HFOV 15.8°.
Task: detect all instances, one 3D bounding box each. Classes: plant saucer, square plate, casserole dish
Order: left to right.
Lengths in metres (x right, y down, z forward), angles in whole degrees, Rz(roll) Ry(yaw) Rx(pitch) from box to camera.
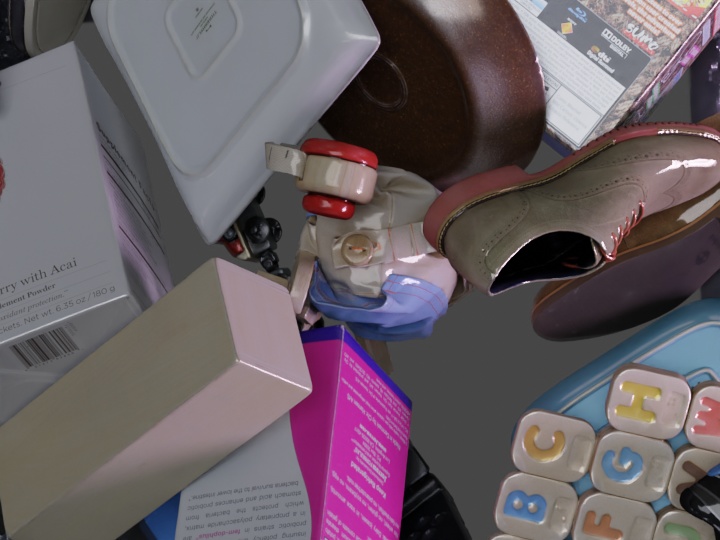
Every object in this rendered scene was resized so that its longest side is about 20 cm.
[{"bbox_3d":[-0.089,-0.152,1.592,0.200,0.028,0.199,-48,59,36],"label":"square plate"},{"bbox_3d":[0.021,-0.123,1.574,0.200,0.201,0.037,39,53,10],"label":"plant saucer"},{"bbox_3d":[0.185,0.100,1.601,0.199,0.039,0.121,-32,82,4],"label":"casserole dish"}]

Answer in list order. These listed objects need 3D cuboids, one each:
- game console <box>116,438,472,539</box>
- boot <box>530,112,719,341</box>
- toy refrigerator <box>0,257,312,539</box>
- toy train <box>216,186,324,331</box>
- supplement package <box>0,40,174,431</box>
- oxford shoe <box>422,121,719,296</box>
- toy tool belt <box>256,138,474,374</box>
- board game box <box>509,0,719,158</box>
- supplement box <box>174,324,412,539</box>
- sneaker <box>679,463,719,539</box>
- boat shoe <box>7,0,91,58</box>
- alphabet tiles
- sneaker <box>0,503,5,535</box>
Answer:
[{"bbox_3d":[-0.047,0.173,1.593,0.200,0.176,0.117,-38,109,4],"label":"game console"},{"bbox_3d":[0.186,-0.027,1.608,0.199,0.074,0.076,-32,57,4],"label":"boot"},{"bbox_3d":[-0.122,0.084,1.509,0.200,0.070,0.076,-38,48,28],"label":"toy refrigerator"},{"bbox_3d":[-0.081,-0.035,1.656,0.046,0.034,0.201,-27,82,16],"label":"toy train"},{"bbox_3d":[-0.191,-0.015,1.587,0.121,0.120,0.201,-21,55,7],"label":"supplement package"},{"bbox_3d":[0.138,-0.029,1.522,0.199,0.071,0.075,-19,51,-19],"label":"oxford shoe"},{"bbox_3d":[0.000,0.000,1.557,0.124,0.200,0.124,10,84,18],"label":"toy tool belt"},{"bbox_3d":[0.144,-0.185,1.602,0.159,0.097,0.200,40,91,10],"label":"board game box"},{"bbox_3d":[-0.042,0.149,1.527,0.101,0.103,0.201,-9,56,26],"label":"supplement box"},{"bbox_3d":[0.239,0.208,1.550,0.082,0.071,0.201,-18,99,-3],"label":"sneaker"},{"bbox_3d":[-0.210,-0.232,1.679,0.062,0.073,0.201,2,82,24],"label":"boat shoe"},{"bbox_3d":[0.177,0.160,1.573,0.195,0.015,0.201,14,101,-5],"label":"alphabet tiles"},{"bbox_3d":[-0.175,0.095,1.649,0.199,0.073,0.082,-26,107,4],"label":"sneaker"}]
